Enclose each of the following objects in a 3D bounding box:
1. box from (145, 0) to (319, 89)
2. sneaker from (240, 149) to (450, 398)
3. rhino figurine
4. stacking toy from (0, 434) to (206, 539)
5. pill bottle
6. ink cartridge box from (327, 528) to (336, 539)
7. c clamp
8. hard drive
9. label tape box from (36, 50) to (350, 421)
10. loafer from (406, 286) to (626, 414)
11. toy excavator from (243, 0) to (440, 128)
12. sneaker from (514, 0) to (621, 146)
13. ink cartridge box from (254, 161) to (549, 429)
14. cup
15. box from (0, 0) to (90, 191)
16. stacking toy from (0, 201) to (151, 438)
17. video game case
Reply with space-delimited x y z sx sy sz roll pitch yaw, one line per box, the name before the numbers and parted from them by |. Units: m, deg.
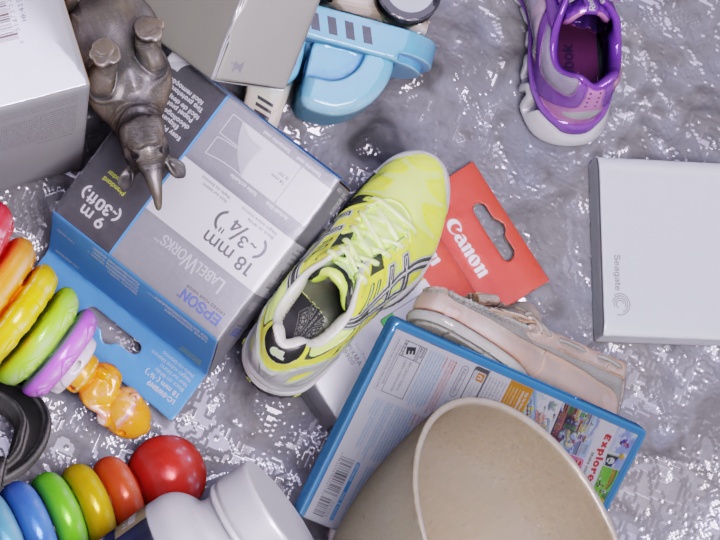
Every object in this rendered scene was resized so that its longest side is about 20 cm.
box | -0.117 -0.199 1.553 0.068 0.200 0.083 5 116 -45
sneaker | 0.000 0.000 1.543 0.075 0.076 0.200 36 71 0
rhino figurine | -0.149 -0.127 1.479 0.059 0.088 0.201 -13 67 -11
stacking toy | -0.191 0.163 1.519 0.199 0.085 0.086 -20 82 -20
pill bottle | -0.128 0.211 1.468 0.200 0.111 0.111 -36 86 5
ink cartridge box | 0.052 0.181 1.572 0.160 0.050 0.201 24 92 -20
c clamp | -0.297 0.103 1.488 0.199 0.171 0.027 11 119 -13
hard drive | 0.265 -0.012 1.681 0.199 0.027 0.133 2 76 -11
label tape box | -0.123 -0.021 1.542 0.144 0.063 0.200 37 91 6
loafer | 0.109 0.052 1.580 0.200 0.072 0.063 35 72 -37
toy excavator | -0.051 -0.131 1.613 0.193 0.100 0.201 13 83 -7
sneaker | 0.150 -0.195 1.668 0.080 0.088 0.201 -6 77 -12
ink cartridge box | 0.031 0.011 1.613 0.199 0.050 0.109 -32 86 -16
cup | 0.054 0.199 1.448 0.200 0.143 0.201 31 42 -32
box | -0.240 -0.136 1.510 0.097 0.200 0.125 -16 81 -12
stacking toy | -0.215 0.042 1.526 0.200 0.116 0.110 39 46 -11
video game case | 0.074 0.131 1.529 0.199 0.018 0.144 24 97 -20
